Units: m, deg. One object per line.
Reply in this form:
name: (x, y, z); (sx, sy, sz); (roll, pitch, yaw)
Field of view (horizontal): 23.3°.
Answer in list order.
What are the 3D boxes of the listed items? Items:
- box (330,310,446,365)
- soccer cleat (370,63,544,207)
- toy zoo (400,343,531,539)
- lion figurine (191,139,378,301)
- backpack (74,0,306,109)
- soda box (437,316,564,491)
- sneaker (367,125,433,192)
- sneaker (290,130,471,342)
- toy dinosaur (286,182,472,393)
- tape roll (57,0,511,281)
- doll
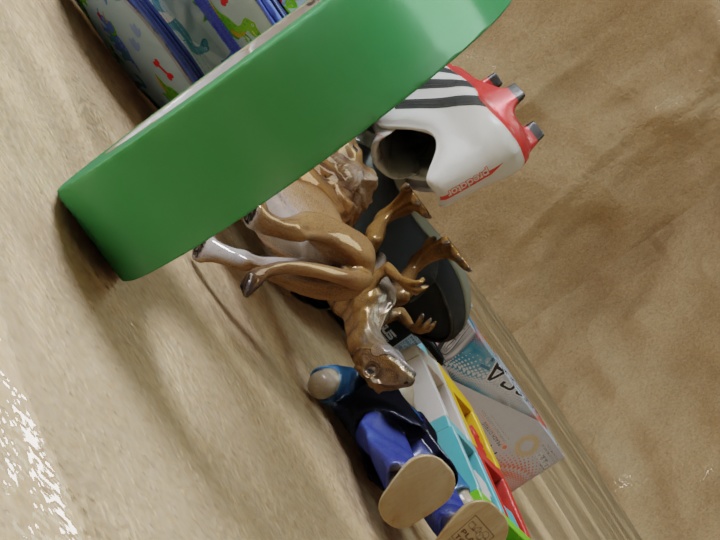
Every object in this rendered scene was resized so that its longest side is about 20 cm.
box: (-0.023, -0.019, 1.329); (0.200, 0.043, 0.160); (50, 8, -42)
soccer cleat: (0.031, -0.098, 1.066); (0.200, 0.085, 0.069); (41, -15, 52)
toy zoo: (0.077, 0.136, 1.259); (0.131, 0.020, 0.201); (48, 16, -57)
lion figurine: (-0.031, -0.025, 0.945); (0.122, 0.073, 0.200); (23, 26, -26)
backpack: (-0.077, -0.166, 1.043); (0.183, 0.147, 0.200); (53, -17, -16)
soda box: (0.099, 0.105, 1.497); (0.200, 0.068, 0.064); (52, 5, -39)
sneaker: (0.006, -0.092, 1.184); (0.082, 0.199, 0.075); (4, 87, -44)
sneaker: (0.005, 0.007, 1.183); (0.200, 0.075, 0.107); (56, 47, -40)
toy dinosaur: (0.000, 0.000, 1.018); (0.060, 0.106, 0.200); (51, 4, -24)
tape roll: (-0.032, -0.073, 0.719); (0.048, 0.200, 0.200); (54, 5, -9)
doll: (0.026, 0.102, 0.973); (0.136, 0.048, 0.200); (43, 4, -19)
